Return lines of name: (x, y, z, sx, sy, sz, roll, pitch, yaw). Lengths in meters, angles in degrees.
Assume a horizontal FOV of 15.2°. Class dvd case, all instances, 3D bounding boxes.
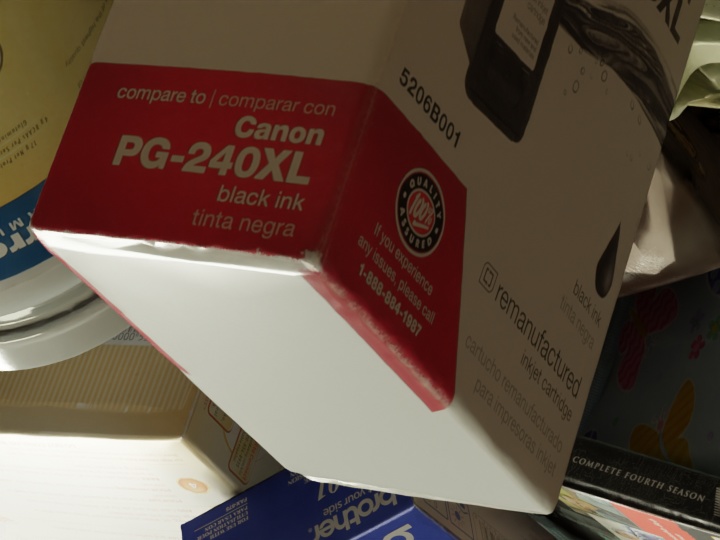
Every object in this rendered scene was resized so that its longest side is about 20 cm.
dvd case: (0.099, 0.094, 0.945, 0.200, 0.022, 0.146, 13, 160, 44)

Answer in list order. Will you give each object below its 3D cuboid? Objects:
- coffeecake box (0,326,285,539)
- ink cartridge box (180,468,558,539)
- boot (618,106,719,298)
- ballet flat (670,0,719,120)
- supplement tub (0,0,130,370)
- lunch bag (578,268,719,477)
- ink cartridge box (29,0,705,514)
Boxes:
coffeecake box: (-0.070, 0.079, 1.018, 0.153, 0.073, 0.200, 0, 148, 31)
ink cartridge box: (0.033, 0.129, 0.961, 0.094, 0.044, 0.200, -29, 136, 21)
boot: (0.019, -0.053, 0.920, 0.187, 0.064, 0.200, 50, 142, -11)
ballet flat: (0.103, -0.063, 0.783, 0.199, 0.070, 0.069, 11, 159, 32)
supplement tub: (-0.137, -0.075, 0.853, 0.144, 0.145, 0.200, 11, 148, 31)
lunch bag: (0.200, 0.063, 0.937, 0.199, 0.128, 0.169, 23, 167, -21)
ink cartridge box: (0.016, -0.062, 0.676, 0.083, 0.201, 0.145, 6, 156, 31)
